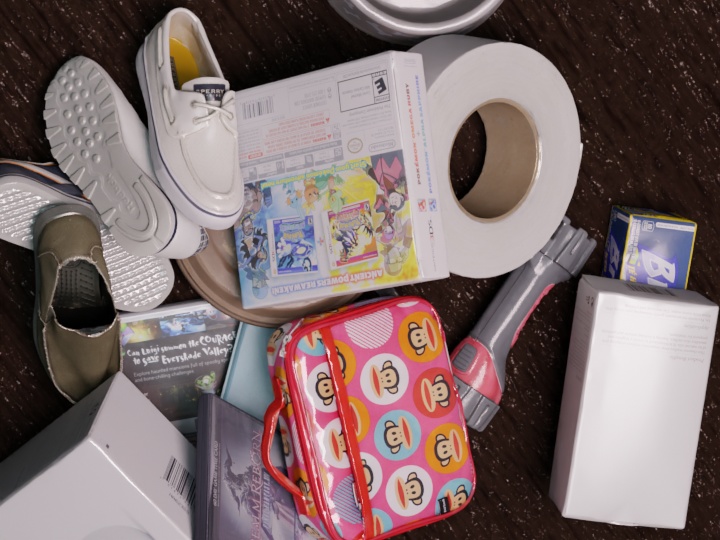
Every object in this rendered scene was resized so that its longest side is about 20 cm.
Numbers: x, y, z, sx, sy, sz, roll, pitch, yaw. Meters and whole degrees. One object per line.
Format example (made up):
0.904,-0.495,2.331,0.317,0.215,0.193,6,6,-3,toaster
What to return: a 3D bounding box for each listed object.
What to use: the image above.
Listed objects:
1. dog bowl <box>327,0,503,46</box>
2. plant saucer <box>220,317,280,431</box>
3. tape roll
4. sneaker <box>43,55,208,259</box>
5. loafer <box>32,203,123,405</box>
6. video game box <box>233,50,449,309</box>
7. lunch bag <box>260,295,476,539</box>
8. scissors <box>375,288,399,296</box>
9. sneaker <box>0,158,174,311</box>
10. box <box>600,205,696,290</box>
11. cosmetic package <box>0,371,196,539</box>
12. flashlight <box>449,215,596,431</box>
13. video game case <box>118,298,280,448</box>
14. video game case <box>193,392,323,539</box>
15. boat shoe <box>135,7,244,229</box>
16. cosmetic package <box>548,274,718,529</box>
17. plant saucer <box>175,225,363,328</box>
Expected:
0.052,-0.291,1.683,0.199,0.059,0.201,-1,100,-7,dog bowl
-0.094,0.132,1.731,0.070,0.019,0.201,14,96,-9,plant saucer
0.093,-0.097,1.670,0.202,0.071,0.204,-10,106,-37,tape roll
-0.198,-0.093,1.662,0.076,0.080,0.201,-37,70,26,sneaker
-0.238,0.042,1.643,0.075,0.070,0.201,-11,128,-8,loafer
-0.024,-0.070,1.606,0.047,0.199,0.183,0,83,-49,video game box
-0.003,0.129,1.673,0.175,0.082,0.201,-15,96,-23,lunch bag
0.000,0.000,1.749,0.073,0.014,0.201,-26,103,-5,scissors
-0.245,-0.039,1.680,0.200,0.079,0.079,35,101,-36,sneaker
0.247,0.046,1.760,0.064,0.070,0.201,6,99,-9,box
-0.218,0.233,1.669,0.200,0.123,0.199,-37,106,20,cosmetic package
0.137,0.045,1.752,0.068,0.068,0.200,35,89,-7,flashlight
-0.150,0.118,1.742,0.199,0.023,0.183,-9,101,-5,video game case
-0.068,0.205,1.677,0.019,0.143,0.200,-24,140,30,video game case
-0.134,-0.130,1.624,0.071,0.070,0.201,3,55,-29,boat shoe
0.233,0.114,1.694,0.112,0.081,0.201,8,99,-7,cosmetic package
-0.069,-0.050,1.700,0.199,0.029,0.201,0,85,-6,plant saucer
